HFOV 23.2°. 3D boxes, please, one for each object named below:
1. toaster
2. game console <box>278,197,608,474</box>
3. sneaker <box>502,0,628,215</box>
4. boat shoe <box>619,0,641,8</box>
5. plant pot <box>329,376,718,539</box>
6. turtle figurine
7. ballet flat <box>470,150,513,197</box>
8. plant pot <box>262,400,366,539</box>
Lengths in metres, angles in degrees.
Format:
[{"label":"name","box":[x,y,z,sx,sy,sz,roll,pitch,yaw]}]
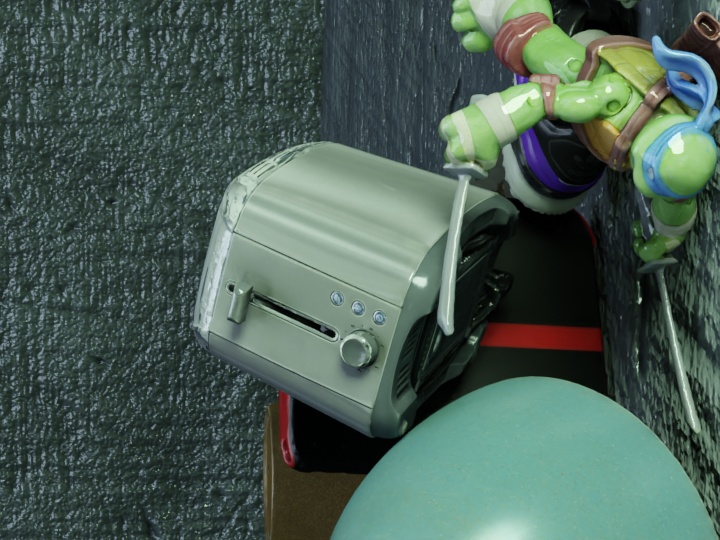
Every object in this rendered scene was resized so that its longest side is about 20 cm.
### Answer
[{"label":"toaster","box":[0.000,0.000,0.925,0.200,0.129,0.114,-38,-33,-63]},{"label":"game console","box":[0.049,0.036,1.032,0.031,0.199,0.178,124,146,-66]},{"label":"sneaker","box":[0.121,-0.143,1.027,0.100,0.069,0.201,124,142,-66]},{"label":"boat shoe","box":[0.130,-0.168,0.900,0.200,0.072,0.063,-165,79,-78]},{"label":"plant pot","box":[0.055,0.163,0.835,0.199,0.134,0.201,11,107,41]},{"label":"turtle figurine","box":[0.096,-0.053,0.865,0.194,0.143,0.201,-108,22,-56]},{"label":"ballet flat","box":[0.107,-0.041,1.180,0.046,0.067,0.201,-49,-30,-46]},{"label":"plant pot","box":[0.039,0.133,1.121,0.186,0.199,0.188,179,90,-84]}]
